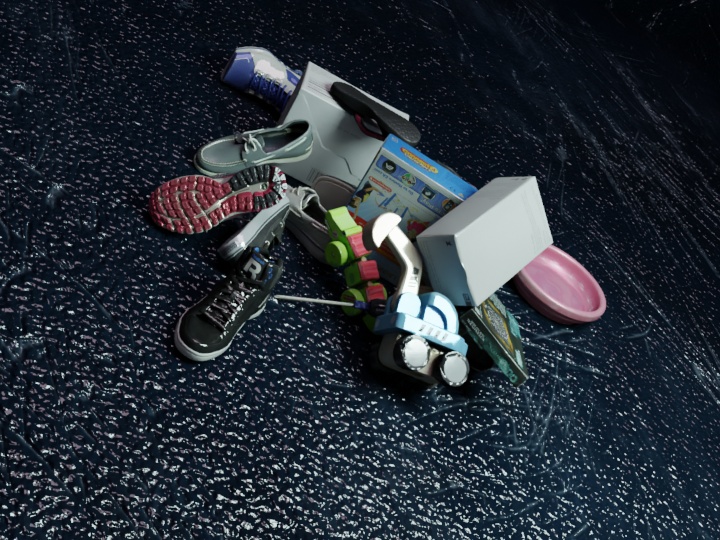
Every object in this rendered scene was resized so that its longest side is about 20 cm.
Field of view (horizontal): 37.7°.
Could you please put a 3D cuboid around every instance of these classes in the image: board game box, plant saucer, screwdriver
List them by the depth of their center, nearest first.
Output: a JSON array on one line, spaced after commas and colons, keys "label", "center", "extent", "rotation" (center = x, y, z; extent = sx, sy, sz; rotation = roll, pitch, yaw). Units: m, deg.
[{"label": "screwdriver", "center": [-0.025, 0.045, 1.500], "extent": [0.196, 0.029, 0.028], "rotation": [11, 38, -10]}, {"label": "board game box", "center": [0.192, 0.075, 1.557], "extent": [0.136, 0.028, 0.200], "rotation": [50, 16, -13]}, {"label": "board game box", "center": [0.076, -0.076, 1.644], "extent": [0.198, 0.197, 0.056], "rotation": [32, 34, -3]}, {"label": "plant saucer", "center": [0.349, 0.027, 1.906], "extent": [0.198, 0.051, 0.202], "rotation": [24, 31, -15]}]

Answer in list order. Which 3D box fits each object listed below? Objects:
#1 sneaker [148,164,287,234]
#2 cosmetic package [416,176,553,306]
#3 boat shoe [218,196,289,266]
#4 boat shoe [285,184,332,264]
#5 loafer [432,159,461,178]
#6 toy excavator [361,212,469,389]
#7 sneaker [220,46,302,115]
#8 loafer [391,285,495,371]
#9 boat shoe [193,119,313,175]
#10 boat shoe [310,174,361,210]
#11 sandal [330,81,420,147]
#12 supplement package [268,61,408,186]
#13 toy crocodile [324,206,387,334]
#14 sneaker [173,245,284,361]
[{"label": "sneaker", "center": [-0.204, -0.098, 1.507], "extent": [0.197, 0.082, 0.075], "rotation": [-10, 1, -15]}, {"label": "cosmetic package", "center": [0.180, -0.044, 1.508], "extent": [0.199, 0.114, 0.080], "rotation": [-33, 23, -36]}, {"label": "boat shoe", "center": [-0.146, -0.051, 1.542], "extent": [0.057, 0.068, 0.200], "rotation": [51, 30, -8]}, {"label": "boat shoe", "center": [-0.092, -0.097, 1.646], "extent": [0.200, 0.066, 0.071], "rotation": [48, 33, 22]}, {"label": "loafer", "center": [0.159, -0.131, 1.932], "extent": [0.200, 0.073, 0.072], "rotation": [42, 36, 16]}, {"label": "toy excavator", "center": [0.071, 0.044, 1.464], "extent": [0.192, 0.100, 0.203], "rotation": [23, 72, -21]}, {"label": "sneaker", "center": [-0.146, -0.326, 1.905], "extent": [0.197, 0.081, 0.116], "rotation": [16, 32, -30]}, {"label": "loafer", "center": [0.132, 0.088, 1.582], "extent": [0.198, 0.077, 0.068], "rotation": [25, 18, -14]}, {"label": "boat shoe", "center": [-0.167, -0.200, 1.664], "extent": [0.197, 0.062, 0.074], "rotation": [-12, 63, -20]}, {"label": "boat shoe", "center": [0.008, -0.098, 1.734], "extent": [0.198, 0.075, 0.062], "rotation": [30, 32, -9]}, {"label": "sandal", "center": [0.022, -0.240, 1.684], "extent": [0.074, 0.046, 0.199], "rotation": [1, 30, -48]}, {"label": "supplement package", "center": [-0.040, -0.223, 1.785], "extent": [0.198, 0.157, 0.112], "rotation": [26, 32, -12]}, {"label": "toy crocodile", "center": [0.000, 0.000, 1.559], "extent": [0.067, 0.061, 0.203], "rotation": [-12, 79, -42]}, {"label": "sneaker", "center": [-0.164, 0.028, 1.355], "extent": [0.073, 0.113, 0.200], "rotation": [34, 30, 5]}]
